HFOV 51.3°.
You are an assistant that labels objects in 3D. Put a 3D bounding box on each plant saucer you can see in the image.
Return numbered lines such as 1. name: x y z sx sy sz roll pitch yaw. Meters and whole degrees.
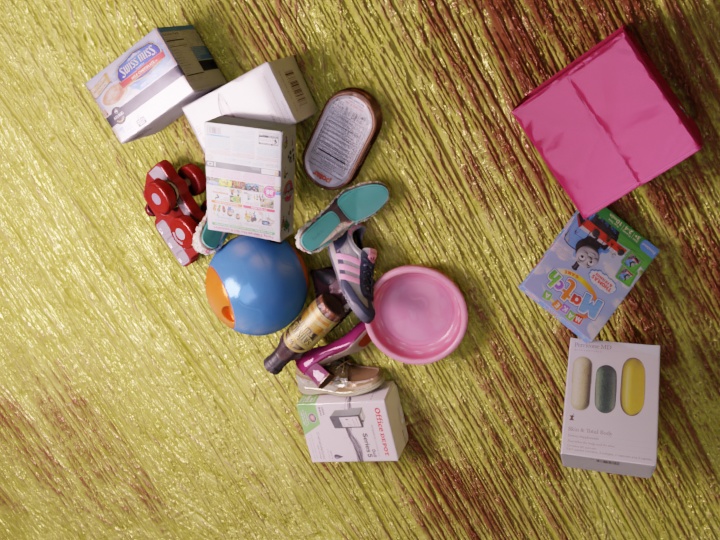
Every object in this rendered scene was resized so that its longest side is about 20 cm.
1. plant saucer: 0.108 0.082 1.447 0.200 0.051 0.201 3 108 10

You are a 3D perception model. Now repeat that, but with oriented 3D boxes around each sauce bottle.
1. sauce bottle: -0.114 0.129 1.462 0.066 0.066 0.200 42 112 -1

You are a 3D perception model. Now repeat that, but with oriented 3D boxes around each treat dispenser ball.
1. treat dispenser ball: -0.200 0.026 1.457 0.200 0.201 0.202 7 113 16

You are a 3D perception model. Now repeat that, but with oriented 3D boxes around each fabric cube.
1. fabric cube: 0.380 -0.234 1.158 0.200 0.196 0.200 -33 95 28

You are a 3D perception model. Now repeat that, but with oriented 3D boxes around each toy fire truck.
1. toy fire truck: -0.375 -0.115 1.524 0.168 0.112 0.200 -27 100 45

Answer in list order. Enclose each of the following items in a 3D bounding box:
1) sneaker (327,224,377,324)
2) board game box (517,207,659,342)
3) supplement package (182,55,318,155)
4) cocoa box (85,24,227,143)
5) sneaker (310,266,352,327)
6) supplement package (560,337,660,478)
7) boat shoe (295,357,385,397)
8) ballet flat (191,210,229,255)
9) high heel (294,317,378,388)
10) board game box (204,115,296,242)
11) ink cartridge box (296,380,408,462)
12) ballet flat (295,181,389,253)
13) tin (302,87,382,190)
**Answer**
1. sneaker: 0.000 0.000 1.409 0.082 0.070 0.201 -30 64 18
2. board game box: 0.389 -0.002 1.277 0.151 0.037 0.200 38 84 1
3. supplement package: -0.200 -0.296 1.378 0.199 0.117 0.117 -21 104 25
4. cocoa box: -0.383 -0.352 1.409 0.200 0.133 0.132 -27 99 25
5. sneaker: -0.079 0.060 1.512 0.200 0.076 0.116 -43 82 22
6. supplement package: 0.432 0.239 1.299 0.151 0.151 0.201 4 69 18
7. boat shoe: -0.048 0.216 1.551 0.199 0.074 0.067 -7 113 21
8. ballet flat: -0.271 -0.114 1.451 0.076 0.200 0.064 41 148 -21
9. high heel: -0.047 0.137 1.512 0.200 0.067 0.096 -44 63 -3
10. board game box: -0.195 -0.163 1.331 0.147 0.064 0.201 11 114 15
11. ink cartridge box: -0.015 0.318 1.574 0.199 0.084 0.146 -7 109 21
12. ballet flat: -0.038 -0.106 1.404 0.200 0.064 0.076 -32 105 -2
13. tin: -0.037 -0.242 1.389 0.112 0.042 0.200 33 118 9
